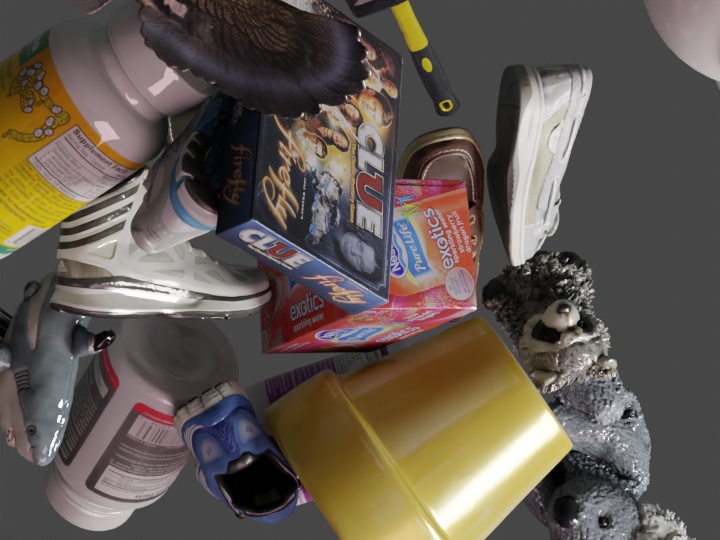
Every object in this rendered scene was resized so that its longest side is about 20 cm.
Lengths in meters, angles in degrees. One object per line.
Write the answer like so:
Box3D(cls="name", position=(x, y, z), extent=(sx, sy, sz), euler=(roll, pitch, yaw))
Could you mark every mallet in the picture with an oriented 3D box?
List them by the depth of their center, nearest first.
Box3D(cls="mallet", position=(0.030, -0.164, 1.593), extent=(0.066, 0.041, 0.200), euler=(-19, 149, 0))

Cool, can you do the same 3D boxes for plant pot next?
Box3D(cls="plant pot", position=(0.054, 0.139, 1.746), extent=(0.189, 0.201, 0.201), euler=(-35, 144, 0))

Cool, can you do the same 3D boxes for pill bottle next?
Box3D(cls="pill bottle", position=(-0.202, -0.101, 1.498), extent=(0.200, 0.113, 0.113), euler=(-31, 143, 17))
Box3D(cls="pill bottle", position=(-0.187, 0.125, 1.810), extent=(0.111, 0.111, 0.200), euler=(6, 138, -31))
Box3D(cls="pill bottle", position=(0.006, 0.122, 1.896), extent=(0.200, 0.112, 0.112), euler=(-18, 145, -1))

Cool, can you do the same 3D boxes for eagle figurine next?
Box3D(cls="eagle figurine", position=(-0.088, -0.194, 1.393), extent=(0.200, 0.151, 0.152), euler=(14, 123, -28))

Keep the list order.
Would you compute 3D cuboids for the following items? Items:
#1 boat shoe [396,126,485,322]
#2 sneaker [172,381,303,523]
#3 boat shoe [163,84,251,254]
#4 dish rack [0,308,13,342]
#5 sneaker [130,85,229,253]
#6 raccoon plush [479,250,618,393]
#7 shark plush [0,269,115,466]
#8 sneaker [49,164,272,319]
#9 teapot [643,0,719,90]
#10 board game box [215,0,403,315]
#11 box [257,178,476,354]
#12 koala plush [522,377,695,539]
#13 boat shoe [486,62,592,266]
Box3D(cls="boat shoe", position=(0.070, -0.032, 1.752), extent=(0.072, 0.072, 0.200), euler=(-11, 144, -11))
Box3D(cls="sneaker", position=(-0.089, 0.167, 1.756), extent=(0.078, 0.089, 0.200), euler=(-30, 152, 0))
Box3D(cls="boat shoe", position=(-0.099, -0.079, 1.617), extent=(0.071, 0.064, 0.200), euler=(-24, 144, 8))
Box3D(cls="dish rack", position=(-0.357, 0.075, 1.716), extent=(0.200, 0.055, 0.153), euler=(-30, 145, 11))
Box3D(cls="sneaker", position=(-0.107, -0.073, 1.514), extent=(0.087, 0.200, 0.075), euler=(-34, 100, 29))
Box3D(cls="raccoon plush", position=(0.180, 0.074, 1.890), extent=(0.097, 0.134, 0.200), euler=(-26, 144, 8))
Box3D(cls="shark plush", position=(-0.214, 0.047, 1.684), extent=(0.200, 0.083, 0.091), euler=(-54, 144, -8))
Box3D(cls="sneaker", position=(-0.139, -0.024, 1.639), extent=(0.076, 0.116, 0.200), euler=(7, -176, 43))
Box3D(cls="teapot", position=(0.302, -0.198, 1.575), extent=(0.197, 0.146, 0.200), euler=(-33, 142, 19))
Box3D(cls="board game box", position=(-0.031, -0.087, 1.484), extent=(0.035, 0.200, 0.135), euler=(-21, 143, 36))
Box3D(cls="box", position=(0.000, 0.000, 1.672), extent=(0.095, 0.100, 0.200), euler=(1, 169, -25))
Box3D(cls="koala plush", position=(0.214, 0.216, 2.041), extent=(0.177, 0.200, 0.184), euler=(-33, 143, 18))
Box3D(cls="boat shoe", position=(0.138, -0.081, 1.721), extent=(0.065, 0.075, 0.202), euler=(-8, 137, -9))
